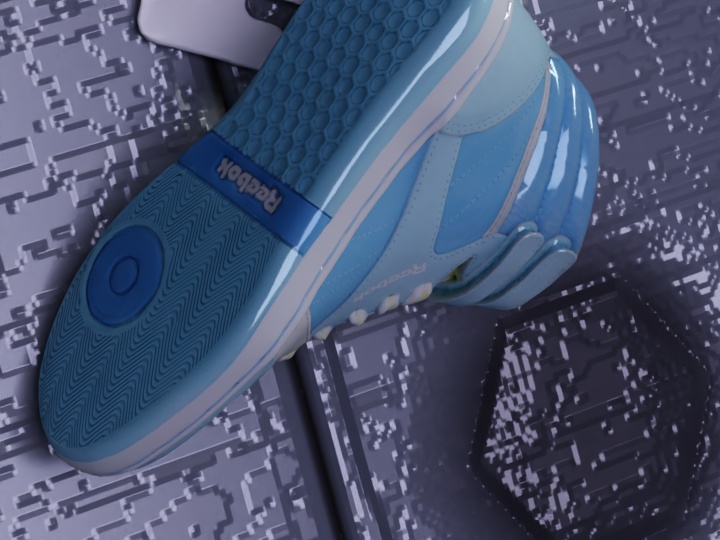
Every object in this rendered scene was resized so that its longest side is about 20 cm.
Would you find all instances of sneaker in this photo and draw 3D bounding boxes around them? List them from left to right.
[{"bbox_3d":[0.000,0.000,0.800,0.200,0.080,0.130,-48,138,5],"label":"sneaker"}]

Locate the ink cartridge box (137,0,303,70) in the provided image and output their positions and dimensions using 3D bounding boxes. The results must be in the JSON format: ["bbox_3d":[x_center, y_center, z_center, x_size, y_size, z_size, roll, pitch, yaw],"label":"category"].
[{"bbox_3d":[0.007,-0.161,0.811,0.115,0.067,0.202,12,83,-26],"label":"ink cartridge box"}]
